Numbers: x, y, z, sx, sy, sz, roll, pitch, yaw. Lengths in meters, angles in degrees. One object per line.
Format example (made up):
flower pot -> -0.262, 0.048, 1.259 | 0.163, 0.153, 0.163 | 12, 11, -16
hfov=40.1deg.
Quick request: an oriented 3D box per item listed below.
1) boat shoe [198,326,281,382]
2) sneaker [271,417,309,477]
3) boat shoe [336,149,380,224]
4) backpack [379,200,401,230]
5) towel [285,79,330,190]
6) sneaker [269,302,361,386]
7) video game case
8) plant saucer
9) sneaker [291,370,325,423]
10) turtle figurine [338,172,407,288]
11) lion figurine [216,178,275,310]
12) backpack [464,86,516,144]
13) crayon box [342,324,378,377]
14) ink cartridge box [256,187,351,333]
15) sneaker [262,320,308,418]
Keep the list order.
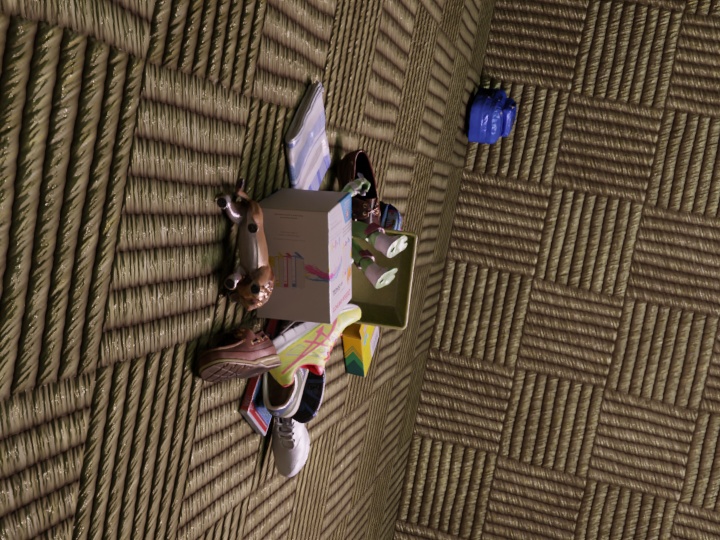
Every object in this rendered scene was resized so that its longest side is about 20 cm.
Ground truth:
boat shoe -> -0.183, 0.120, 1.438 | 0.200, 0.071, 0.068 | 8, 61, -70
sneaker -> -0.131, 0.273, 1.778 | 0.087, 0.073, 0.203 | -7, 100, -80
boat shoe -> 0.002, -0.127, 1.859 | 0.070, 0.070, 0.203 | -9, 83, -35
backpack -> 0.010, -0.032, 1.992 | 0.201, 0.133, 0.185 | 82, 24, -65
towel -> -0.086, -0.197, 1.654 | 0.201, 0.023, 0.148 | 86, 21, -52
sneaker -> -0.073, 0.121, 1.599 | 0.199, 0.091, 0.078 | -29, 179, -27
video game case -> -0.154, 0.168, 1.694 | 0.143, 0.017, 0.202 | 74, 29, -65
plant saucer -> 0.000, 0.000, 1.833 | 0.048, 0.196, 0.203 | -73, 170, -64
sneaker -> -0.090, 0.163, 1.715 | 0.077, 0.074, 0.203 | 33, 60, -77
turtle figurine -> 0.001, -0.071, 1.649 | 0.145, 0.193, 0.200 | -53, 154, 5
lion figurine -> -0.155, -0.036, 1.385 | 0.123, 0.071, 0.203 | -60, 155, -75
backpack -> 0.454, -0.539, 3.453 | 0.200, 0.165, 0.165 | -53, 146, -54
crayon box -> 0.001, 0.140, 2.292 | 0.201, 0.050, 0.128 | 86, 20, -53
ink cartridge box -> -0.086, -0.012, 1.530 | 0.129, 0.123, 0.203 | -49, 140, -66
sneaker -> -0.118, 0.146, 1.637 | 0.090, 0.066, 0.203 | 24, 77, -76
